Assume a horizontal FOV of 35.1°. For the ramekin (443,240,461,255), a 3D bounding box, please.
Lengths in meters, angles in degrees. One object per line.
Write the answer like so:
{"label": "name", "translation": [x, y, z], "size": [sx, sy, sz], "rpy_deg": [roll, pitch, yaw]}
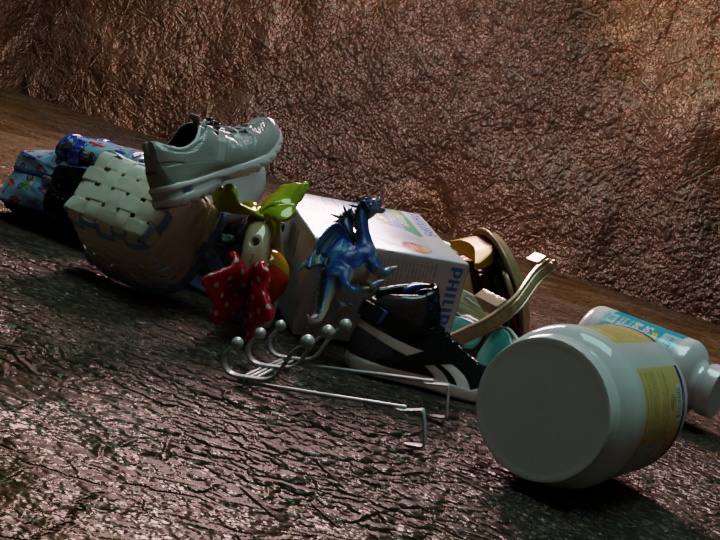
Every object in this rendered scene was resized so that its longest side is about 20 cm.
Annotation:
{"label": "ramekin", "translation": [0.074, -0.014, 1.918], "size": [0.199, 0.098, 0.200], "rpy_deg": [17, 7, -2]}

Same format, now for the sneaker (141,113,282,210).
{"label": "sneaker", "translation": [-0.156, -0.136, 1.231], "size": [0.075, 0.082, 0.200], "rpy_deg": [-5, 21, 35]}

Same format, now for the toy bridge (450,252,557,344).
{"label": "toy bridge", "translation": [0.171, 0.044, 1.438], "size": [0.027, 0.200, 0.067], "rpy_deg": [59, -12, -22]}

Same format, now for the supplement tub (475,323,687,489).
{"label": "supplement tub", "translation": [0.203, 0.121, 1.036], "size": [0.145, 0.146, 0.200], "rpy_deg": [21, 9, 31]}

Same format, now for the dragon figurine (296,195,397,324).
{"label": "dragon figurine", "translation": [-0.028, -0.010, 1.234], "size": [0.099, 0.059, 0.200], "rpy_deg": [48, 49, 5]}

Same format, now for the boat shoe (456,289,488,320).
{"label": "boat shoe", "translation": [0.121, 0.034, 1.596], "size": [0.200, 0.062, 0.072], "rpy_deg": [36, 6, 30]}

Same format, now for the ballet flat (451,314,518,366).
{"label": "ballet flat", "translation": [0.173, 0.104, 1.441], "size": [0.069, 0.070, 0.200], "rpy_deg": [14, 6, -21]}

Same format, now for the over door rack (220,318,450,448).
{"label": "over door rack", "translation": [-0.013, 0.092, 1.069], "size": [0.199, 0.067, 0.148], "rpy_deg": [19, 8, 12]}

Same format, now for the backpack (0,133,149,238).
{"label": "backpack", "translation": [-0.371, -0.113, 1.519], "size": [0.199, 0.135, 0.182], "rpy_deg": [17, 6, 19]}

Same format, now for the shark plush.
{"label": "shark plush", "translation": [-0.147, -0.027, 1.388], "size": [0.083, 0.091, 0.200], "rpy_deg": [6, -16, -29]}

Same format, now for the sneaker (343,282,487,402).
{"label": "sneaker", "translation": [0.089, 0.074, 1.248], "size": [0.199, 0.112, 0.073], "rpy_deg": [14, 9, -22]}

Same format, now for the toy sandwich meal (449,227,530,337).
{"label": "toy sandwich meal", "translation": [0.176, 0.031, 1.641], "size": [0.070, 0.206, 0.205], "rpy_deg": [-16, 15, -11]}

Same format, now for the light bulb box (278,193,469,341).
{"label": "light bulb box", "translation": [0.000, 0.000, 1.412], "size": [0.199, 0.125, 0.198], "rpy_deg": [9, 18, -20]}

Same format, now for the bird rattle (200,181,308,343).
{"label": "bird rattle", "translation": [-0.106, -0.002, 1.251], "size": [0.112, 0.201, 0.163], "rpy_deg": [-4, -31, 3]}

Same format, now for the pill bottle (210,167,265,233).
{"label": "pill bottle", "translation": [-0.192, -0.100, 1.471], "size": [0.116, 0.117, 0.200], "rpy_deg": [15, -12, -11]}

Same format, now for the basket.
{"label": "basket", "translation": [-0.234, -0.038, 1.326], "size": [0.176, 0.139, 0.200], "rpy_deg": [21, -26, 25]}

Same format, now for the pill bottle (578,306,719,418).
{"label": "pill bottle", "translation": [0.389, 0.129, 1.528], "size": [0.200, 0.111, 0.111], "rpy_deg": [21, 9, 35]}
